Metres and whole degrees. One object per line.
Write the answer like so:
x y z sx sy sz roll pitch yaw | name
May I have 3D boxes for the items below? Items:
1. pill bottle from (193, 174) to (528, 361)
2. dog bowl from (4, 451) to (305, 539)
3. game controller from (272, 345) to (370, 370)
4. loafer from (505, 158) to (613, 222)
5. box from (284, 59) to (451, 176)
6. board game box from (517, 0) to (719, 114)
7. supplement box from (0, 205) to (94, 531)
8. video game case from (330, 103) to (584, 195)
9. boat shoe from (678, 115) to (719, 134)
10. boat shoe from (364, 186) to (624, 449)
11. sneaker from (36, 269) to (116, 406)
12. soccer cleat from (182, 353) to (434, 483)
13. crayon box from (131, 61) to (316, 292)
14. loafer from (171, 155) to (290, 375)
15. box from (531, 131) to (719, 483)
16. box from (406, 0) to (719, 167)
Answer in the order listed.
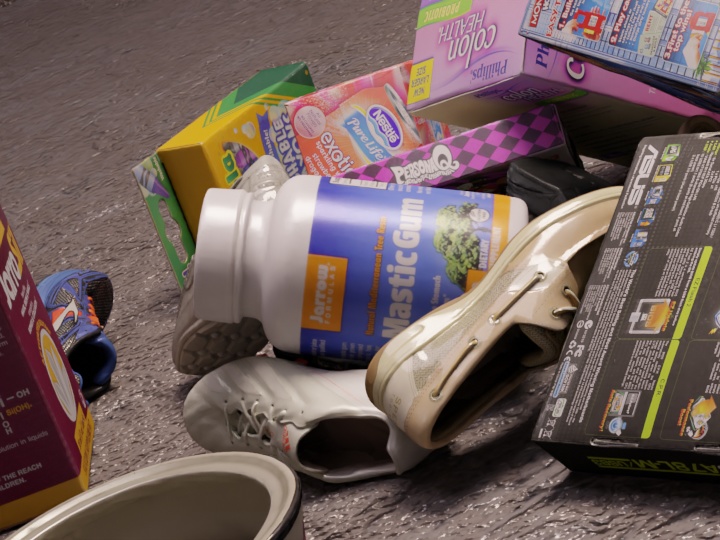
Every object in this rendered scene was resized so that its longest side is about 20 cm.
0.000 0.000 1.331 0.199 0.113 0.112 6 20 1 | pill bottle
-0.114 0.177 1.136 0.199 0.074 0.200 -19 18 6 | dog bowl
0.018 0.038 1.461 0.104 0.042 0.200 -44 25 -20 | game controller
0.163 -0.006 1.373 0.073 0.073 0.200 -2 24 -33 | loafer
0.014 -0.103 1.687 0.094 0.103 0.200 -17 4 9 | box
0.209 -0.138 1.338 0.200 0.062 0.200 25 7 42 | board game box
-0.259 0.059 1.426 0.103 0.201 0.131 -20 19 3 | supplement box
0.059 -0.053 1.530 0.199 0.036 0.181 -18 -13 8 | video game case
0.214 -0.022 1.259 0.072 0.065 0.200 10 31 -13 | boat shoe
0.097 0.029 1.233 0.200 0.072 0.065 -36 48 -13 | boat shoe
-0.213 0.062 1.596 0.078 0.076 0.200 -6 30 14 | sneaker
-0.038 0.093 1.308 0.199 0.070 0.078 -4 28 35 | soccer cleat
-0.089 -0.070 1.726 0.051 0.126 0.200 -7 23 35 | crayon box
-0.084 0.002 1.469 0.070 0.070 0.200 4 -37 -26 | loafer
0.202 0.016 1.144 0.193 0.047 0.201 0 60 45 | box
0.162 -0.147 1.515 0.199 0.097 0.176 11 -9 -23 | box
